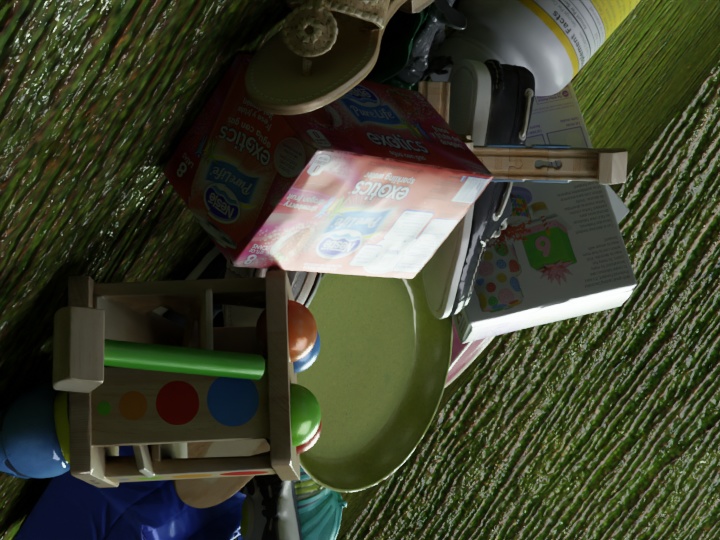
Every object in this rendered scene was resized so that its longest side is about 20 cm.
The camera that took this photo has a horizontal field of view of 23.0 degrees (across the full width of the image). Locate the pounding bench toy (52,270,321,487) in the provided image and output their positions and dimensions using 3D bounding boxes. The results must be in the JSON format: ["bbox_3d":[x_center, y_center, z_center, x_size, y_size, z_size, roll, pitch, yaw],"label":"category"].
[{"bbox_3d":[-0.104,0.066,1.117,0.200,0.155,0.125,86,2,-79],"label":"pounding bench toy"}]

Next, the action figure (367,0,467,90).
[{"bbox_3d":[0.032,-0.147,1.334,0.118,0.055,0.200,-57,-178,-37],"label":"action figure"}]

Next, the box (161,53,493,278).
[{"bbox_3d":[-0.019,-0.064,1.162,0.199,0.096,0.100,3,130,-53],"label":"box"}]

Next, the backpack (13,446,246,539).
[{"bbox_3d":[-0.164,0.198,1.467,0.163,0.168,0.200,-48,174,38],"label":"backpack"}]

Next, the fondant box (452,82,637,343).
[{"bbox_3d":[0.125,-0.056,1.440,0.143,0.201,0.058,-12,162,-10],"label":"fondant box"}]

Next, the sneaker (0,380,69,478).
[{"bbox_3d":[-0.220,0.108,1.234,0.078,0.066,0.200,-13,180,1],"label":"sneaker"}]

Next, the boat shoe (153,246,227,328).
[{"bbox_3d":[-0.119,0.039,1.322,0.200,0.062,0.075,-47,167,-55],"label":"boat shoe"}]

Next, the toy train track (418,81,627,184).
[{"bbox_3d":[0.093,-0.075,1.270,0.033,0.198,0.116,-92,-177,-74],"label":"toy train track"}]

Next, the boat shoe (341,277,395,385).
[{"bbox_3d":[0.000,0.000,1.417,0.072,0.066,0.202,118,-23,-76],"label":"boat shoe"}]

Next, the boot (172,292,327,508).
[{"bbox_3d":[-0.100,0.084,1.406,0.202,0.071,0.144,-60,-158,-4],"label":"boot"}]

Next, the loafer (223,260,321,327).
[{"bbox_3d":[-0.054,-0.041,1.279,0.201,0.072,0.063,-66,157,-14],"label":"loafer"}]

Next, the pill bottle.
[{"bbox_3d":[0.146,-0.211,1.405,0.200,0.111,0.111,-48,170,-12],"label":"pill bottle"}]

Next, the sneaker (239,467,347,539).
[{"bbox_3d":[-0.053,0.177,1.414,0.079,0.202,0.077,4,175,-39],"label":"sneaker"}]

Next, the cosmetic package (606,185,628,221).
[{"bbox_3d":[0.141,-0.095,1.556,0.083,0.200,0.051,-48,-161,-18],"label":"cosmetic package"}]

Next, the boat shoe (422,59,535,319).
[{"bbox_3d":[0.090,-0.060,1.340,0.074,0.060,0.201,-147,-118,-64],"label":"boat shoe"}]

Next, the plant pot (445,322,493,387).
[{"bbox_3d":[0.043,0.003,1.574,0.200,0.179,0.200,-47,170,-10],"label":"plant pot"}]

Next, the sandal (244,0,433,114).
[{"bbox_3d":[-0.012,-0.174,1.088,0.212,0.077,0.070,-48,141,-48],"label":"sandal"}]

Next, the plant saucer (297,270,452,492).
[{"bbox_3d":[-0.001,0.070,1.365,0.199,0.031,0.201,-17,112,-46],"label":"plant saucer"}]
